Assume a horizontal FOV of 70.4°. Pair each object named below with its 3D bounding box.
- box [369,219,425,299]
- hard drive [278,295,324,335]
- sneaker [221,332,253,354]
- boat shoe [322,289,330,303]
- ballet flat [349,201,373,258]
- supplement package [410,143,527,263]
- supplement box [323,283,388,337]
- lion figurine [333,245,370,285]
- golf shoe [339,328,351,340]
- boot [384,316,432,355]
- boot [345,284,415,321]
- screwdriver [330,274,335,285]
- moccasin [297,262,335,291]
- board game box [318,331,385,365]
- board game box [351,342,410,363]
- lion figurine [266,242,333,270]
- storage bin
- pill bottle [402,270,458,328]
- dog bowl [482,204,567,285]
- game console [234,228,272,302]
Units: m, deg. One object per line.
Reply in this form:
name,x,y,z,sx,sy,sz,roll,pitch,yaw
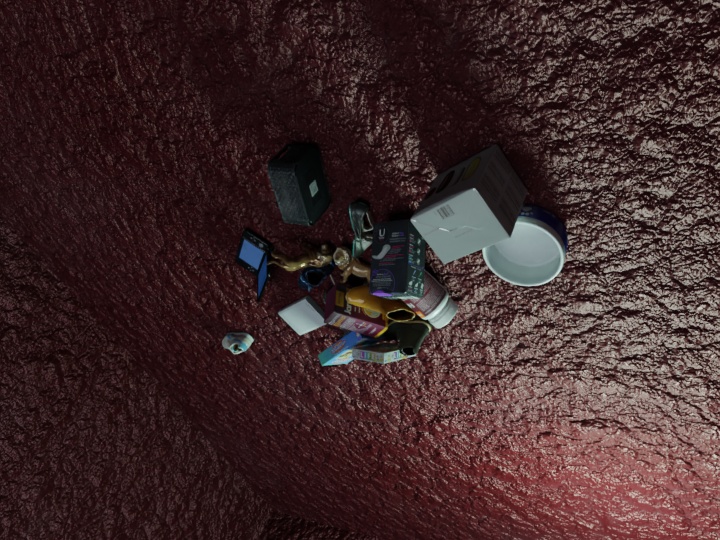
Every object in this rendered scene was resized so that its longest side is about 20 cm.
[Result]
box,0.104,-0.027,1.415,0.121,0.203,0.106,-3,168,35
hard drive,-0.217,0.175,1.960,0.132,0.027,0.199,47,137,-15
sneaker,-0.568,0.329,2.295,0.199,0.081,0.077,-15,122,42
boat shoe,-0.044,0.134,1.764,0.200,0.072,0.061,32,161,6
ballet flat,0.006,-0.112,1.514,0.068,0.068,0.201,6,133,12
supplement package,0.258,-0.156,1.203,0.190,0.201,0.147,-23,114,43
supplement box,-0.012,0.132,1.669,0.198,0.111,0.086,18,143,-21
lion figurine,0.000,0.000,1.631,0.198,0.073,0.123,21,127,-6
golf shoe,-0.024,0.234,1.858,0.096,0.079,0.201,15,137,12
boot,0.133,0.230,1.699,0.078,0.139,0.199,47,138,-16
boot,0.060,0.104,1.566,0.199,0.144,0.072,4,109,-12
screwdriver,-0.064,0.098,1.725,0.028,0.029,0.202,-26,86,4
moccasin,-0.166,0.018,1.744,0.080,0.068,0.200,41,139,-9
board game box,-0.030,0.266,1.793,0.199,0.151,0.045,-38,65,26
board game box,0.082,0.279,1.745,0.133,0.199,0.035,1,90,36
lion figurine,-0.192,-0.033,1.640,0.122,0.198,0.073,42,150,49
storage bin,-0.169,-0.241,1.446,0.093,0.136,0.202,9,133,26
pill bottle,0.190,0.072,1.530,0.200,0.115,0.114,43,138,-9
dog bowl,0.413,-0.062,1.284,0.198,0.079,0.201,18,137,18
game console,-0.386,-0.015,1.820,0.175,0.117,0.200,33,139,0
